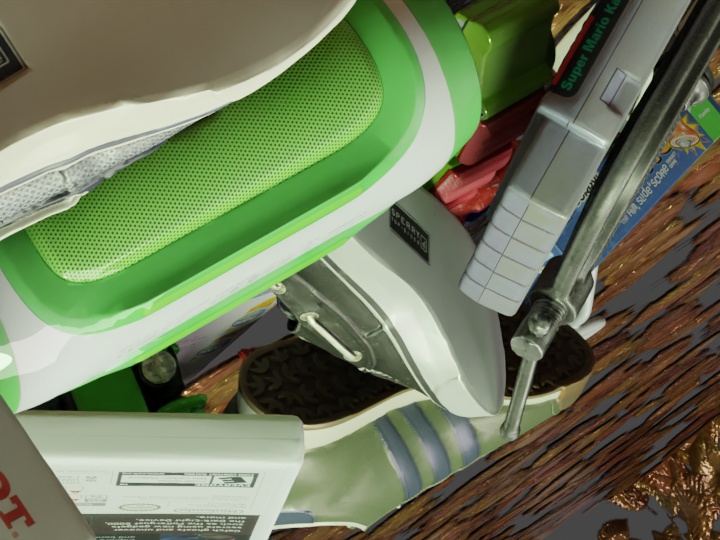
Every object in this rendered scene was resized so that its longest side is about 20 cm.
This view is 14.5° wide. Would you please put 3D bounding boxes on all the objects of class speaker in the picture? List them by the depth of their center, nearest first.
[{"bbox_3d":[-0.060,-0.029,0.902,0.200,0.089,0.088,-30,169,-24],"label":"speaker"}]

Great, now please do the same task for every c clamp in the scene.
[{"bbox_3d":[0.110,-0.048,1.144,0.200,0.027,0.171,-58,171,-28],"label":"c clamp"}]

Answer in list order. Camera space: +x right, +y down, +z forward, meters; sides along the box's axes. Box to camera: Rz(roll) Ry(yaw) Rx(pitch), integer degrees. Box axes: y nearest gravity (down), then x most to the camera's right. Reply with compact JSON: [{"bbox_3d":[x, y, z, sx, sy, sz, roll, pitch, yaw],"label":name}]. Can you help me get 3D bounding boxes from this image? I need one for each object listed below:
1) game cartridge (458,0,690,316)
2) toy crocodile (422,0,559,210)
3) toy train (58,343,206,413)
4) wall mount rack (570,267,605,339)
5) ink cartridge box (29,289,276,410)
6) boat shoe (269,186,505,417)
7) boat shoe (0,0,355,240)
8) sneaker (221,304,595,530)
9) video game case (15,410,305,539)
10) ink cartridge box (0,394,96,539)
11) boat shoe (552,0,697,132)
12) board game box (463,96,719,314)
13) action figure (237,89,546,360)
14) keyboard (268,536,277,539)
[{"bbox_3d":[0.101,-0.088,1.079,0.200,0.038,0.130,-60,173,-19],"label":"game cartridge"},{"bbox_3d":[0.036,-0.056,1.143,0.067,0.062,0.200,-29,168,-28],"label":"toy crocodile"},{"bbox_3d":[-0.093,0.067,1.146,0.056,0.042,0.200,-21,167,-9],"label":"toy train"},{"bbox_3d":[0.072,0.027,1.613,0.200,0.075,0.174,-25,169,-44],"label":"wall mount rack"},{"bbox_3d":[-0.109,0.039,1.181,0.200,0.042,0.119,-39,168,34],"label":"ink cartridge box"},{"bbox_3d":[0.000,0.000,1.127,0.064,0.071,0.200,-11,145,23],"label":"boat shoe"},{"bbox_3d":[-0.093,-0.050,0.779,0.200,0.075,0.093,-25,173,-13],"label":"boat shoe"},{"bbox_3d":[0.010,0.070,1.248,0.200,0.067,0.090,-9,136,-42],"label":"sneaker"},{"bbox_3d":[-0.130,0.085,1.086,0.200,0.023,0.182,1,162,-8],"label":"video game case"},{"bbox_3d":[-0.196,0.077,0.793,0.200,0.147,0.083,-28,166,-37],"label":"ink cartridge box"},{"bbox_3d":[0.164,-0.127,1.223,0.073,0.062,0.200,-23,164,-50],"label":"boat shoe"},{"bbox_3d":[0.080,-0.013,1.379,0.135,0.034,0.200,-44,-174,-37],"label":"board game box"},{"bbox_3d":[0.026,-0.016,1.329,0.200,0.052,0.065,-39,175,-6],"label":"action figure"},{"bbox_3d":[-0.101,0.111,1.276,0.056,0.011,0.200,0,-173,-32],"label":"keyboard"}]
